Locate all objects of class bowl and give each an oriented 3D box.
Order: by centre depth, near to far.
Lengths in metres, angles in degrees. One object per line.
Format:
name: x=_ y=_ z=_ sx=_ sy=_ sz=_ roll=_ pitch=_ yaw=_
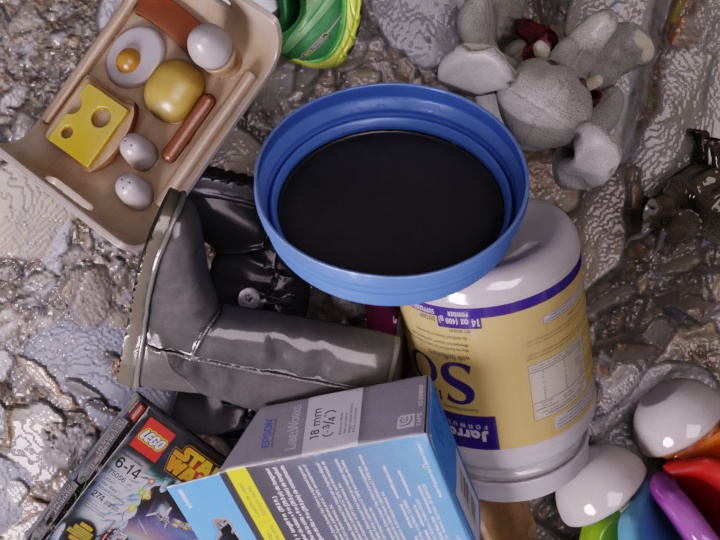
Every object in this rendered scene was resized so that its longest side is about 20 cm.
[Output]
bowl: x=0.022 y=-0.056 z=0.956 sx=0.198 sy=0.202 sz=0.040 roll=-13 pitch=138 yaw=-11

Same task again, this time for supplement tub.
supplement tub: x=0.107 y=0.060 z=1.028 sx=0.143 sy=0.146 sz=0.203 roll=-17 pitch=117 yaw=-11

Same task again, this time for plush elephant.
plush elephant: x=0.145 y=-0.148 z=1.034 sx=0.164 sy=0.155 sz=0.201 roll=35 pitch=86 yaw=-13

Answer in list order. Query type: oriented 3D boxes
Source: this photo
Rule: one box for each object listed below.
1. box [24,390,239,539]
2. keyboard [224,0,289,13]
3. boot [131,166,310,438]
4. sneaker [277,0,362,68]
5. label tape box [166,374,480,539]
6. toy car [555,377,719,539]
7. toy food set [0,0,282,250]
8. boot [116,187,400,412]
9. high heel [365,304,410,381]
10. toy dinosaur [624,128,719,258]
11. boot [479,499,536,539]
box: x=-0.139 y=0.206 z=1.028 sx=0.200 sy=0.040 sz=0.138 roll=41 pitch=84 yaw=-29
keyboard: x=-0.068 y=-0.239 z=1.055 sx=0.199 sy=0.011 sz=0.057 roll=-36 pitch=106 yaw=-8
boot: x=-0.119 y=0.025 z=1.040 sx=0.162 sy=0.066 sz=0.203 roll=11 pitch=102 yaw=-1
sneaker: x=-0.039 y=-0.258 z=1.016 sx=0.082 sy=0.074 sz=0.203 roll=-1 pitch=99 yaw=-20
label tape box: x=-0.023 y=0.164 z=0.988 sx=0.197 sy=0.064 sz=0.145 roll=-12 pitch=129 yaw=14
toy car: x=0.273 y=0.203 z=1.093 sx=0.199 sy=0.150 sz=0.176 roll=-37 pitch=101 yaw=-8
toy food set: x=-0.166 y=-0.134 z=0.978 sx=0.143 sy=0.060 sz=0.201 roll=34 pitch=86 yaw=20
boot: x=-0.067 y=0.039 z=0.964 sx=0.197 sy=0.073 sz=0.183 roll=15 pitch=128 yaw=-2
high heel: x=0.000 y=0.000 z=1.077 sx=0.095 sy=0.067 sz=0.203 roll=5 pitch=101 yaw=20
toy dinosaur: x=0.314 y=-0.061 z=1.134 sx=0.197 sy=0.077 sz=0.104 roll=7 pitch=104 yaw=-18
boot: x=0.128 y=0.249 z=1.108 sx=0.075 sy=0.073 sz=0.202 roll=-29 pitch=98 yaw=-19
